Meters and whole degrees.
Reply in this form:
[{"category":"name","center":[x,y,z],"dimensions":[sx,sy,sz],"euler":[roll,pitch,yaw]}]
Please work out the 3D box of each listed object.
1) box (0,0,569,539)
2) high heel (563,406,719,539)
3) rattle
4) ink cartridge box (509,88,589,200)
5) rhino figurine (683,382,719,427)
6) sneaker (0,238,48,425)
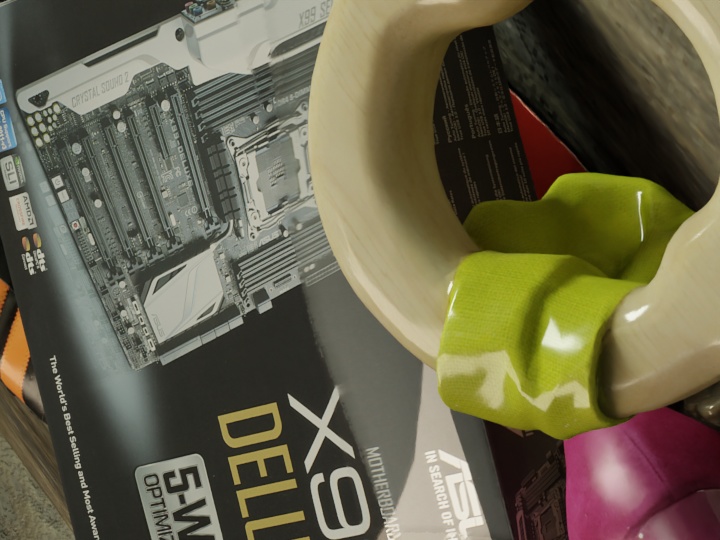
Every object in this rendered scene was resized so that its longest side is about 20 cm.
[{"category":"box","center":[-0.023,0.006,0.807],"dimensions":[0.158,0.050,0.200],"euler":[-15,89,40]},{"category":"high heel","center":[0.092,0.116,0.751],"dimensions":[0.096,0.067,0.200],"euler":[59,176,44]},{"category":"rattle","center":[0.058,-0.070,0.678],"dimensions":[0.130,0.143,0.200],"euler":[-27,81,46]},{"category":"ink cartridge box","center":[-0.004,-0.007,0.904],"dimensions":[0.200,0.050,0.162],"euler":[50,145,38]},{"category":"rhino figurine","center":[0.056,0.076,0.839],"dimensions":[0.200,0.060,0.087],"euler":[-14,110,42]},{"category":"sneaker","center":[-0.134,0.009,1.101],"dimensions":[0.200,0.090,0.070],"euler":[61,-160,-8]}]
